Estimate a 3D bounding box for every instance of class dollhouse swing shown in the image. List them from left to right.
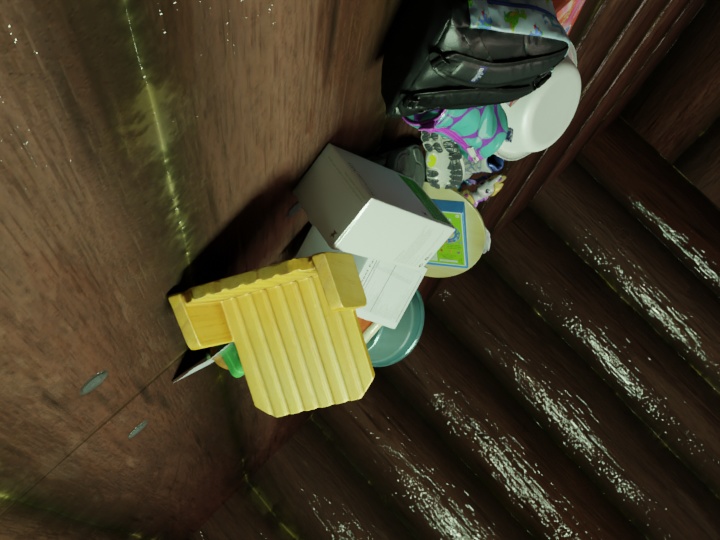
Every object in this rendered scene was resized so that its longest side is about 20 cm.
[{"bbox_3d":[-0.093,0.090,0.972,0.196,0.180,0.181,-14,177,13],"label":"dollhouse swing"}]

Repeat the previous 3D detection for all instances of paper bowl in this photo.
[{"bbox_3d":[0.259,-0.265,1.241,0.198,0.104,0.204,-28,137,-29],"label":"paper bowl"}]

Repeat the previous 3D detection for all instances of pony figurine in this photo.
[{"bbox_3d":[0.207,-0.122,1.712,0.197,0.169,0.194,-24,160,-16],"label":"pony figurine"}]

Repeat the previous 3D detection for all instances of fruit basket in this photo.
[{"bbox_3d":[-0.173,0.096,1.191,0.183,0.095,0.199,-28,-178,-37],"label":"fruit basket"}]

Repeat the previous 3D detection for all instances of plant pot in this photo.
[{"bbox_3d":[0.003,0.084,1.510,0.201,0.200,0.196,-47,166,11],"label":"plant pot"}]

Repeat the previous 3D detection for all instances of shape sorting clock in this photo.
[{"bbox_3d":[0.116,-0.070,1.378,0.201,0.197,0.040,-57,-173,48],"label":"shape sorting clock"}]

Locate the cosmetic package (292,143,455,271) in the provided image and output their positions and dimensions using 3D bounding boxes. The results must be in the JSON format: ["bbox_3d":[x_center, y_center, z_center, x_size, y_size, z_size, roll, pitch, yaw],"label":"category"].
[{"bbox_3d":[0.020,-0.074,1.031,0.085,0.108,0.198,-48,149,19],"label":"cosmetic package"}]

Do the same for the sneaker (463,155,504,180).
[{"bbox_3d":[0.229,-0.212,1.566,0.075,0.088,0.200,-43,171,-17],"label":"sneaker"}]

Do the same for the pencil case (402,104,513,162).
[{"bbox_3d":[0.125,-0.204,1.060,0.084,0.095,0.199,-2,173,32],"label":"pencil case"}]

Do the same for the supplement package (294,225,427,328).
[{"bbox_3d":[0.000,0.000,1.206,0.115,0.108,0.199,-60,153,2],"label":"supplement package"}]

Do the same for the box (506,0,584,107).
[{"bbox_3d":[0.207,-0.317,1.039,0.095,0.103,0.200,-43,168,-13],"label":"box"}]

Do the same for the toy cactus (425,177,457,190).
[{"bbox_3d":[0.104,-0.125,1.433,0.199,0.103,0.165,-38,161,6],"label":"toy cactus"}]

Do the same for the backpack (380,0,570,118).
[{"bbox_3d":[0.131,-0.246,0.874,0.196,0.157,0.164,3,150,-22],"label":"backpack"}]

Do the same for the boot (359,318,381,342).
[{"bbox_3d":[0.036,0.028,1.350,0.201,0.107,0.075,-49,167,-1],"label":"boot"}]

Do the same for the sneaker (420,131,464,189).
[{"bbox_3d":[0.125,-0.210,1.232,0.075,0.081,0.202,0,147,-2],"label":"sneaker"}]

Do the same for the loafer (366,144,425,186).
[{"bbox_3d":[0.050,-0.152,1.200,0.200,0.061,0.074,-15,108,-73],"label":"loafer"}]
